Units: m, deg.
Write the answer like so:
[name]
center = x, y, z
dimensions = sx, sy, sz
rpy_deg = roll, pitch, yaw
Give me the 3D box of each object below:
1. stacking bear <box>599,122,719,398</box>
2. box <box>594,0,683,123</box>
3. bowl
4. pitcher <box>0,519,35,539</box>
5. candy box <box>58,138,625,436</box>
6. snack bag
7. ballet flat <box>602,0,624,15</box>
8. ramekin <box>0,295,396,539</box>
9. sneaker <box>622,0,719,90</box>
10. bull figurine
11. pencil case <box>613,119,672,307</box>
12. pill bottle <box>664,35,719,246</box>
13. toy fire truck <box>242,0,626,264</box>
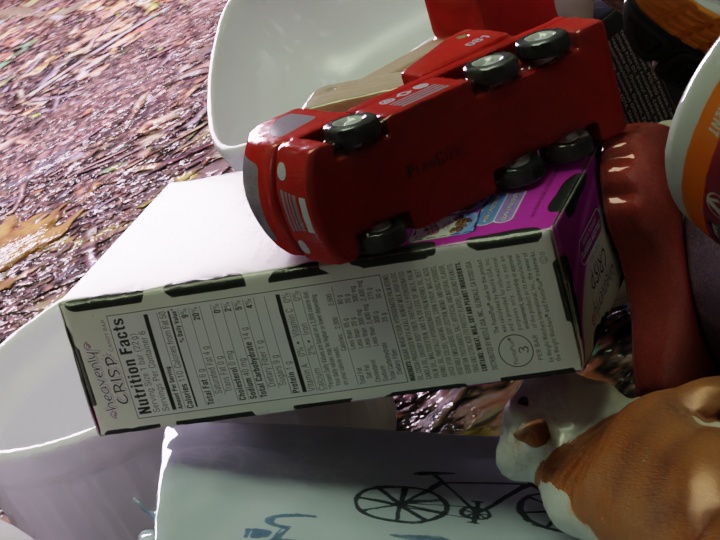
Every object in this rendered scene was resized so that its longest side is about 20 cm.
[stacking bear]
center = 0.207, -0.013, 0.949
dimensions = 0.199, 0.122, 0.114
rpy_deg = -8, 9, 23
[box]
center = 0.104, -0.100, 1.293
dimensions = 0.182, 0.105, 0.199
rpy_deg = -41, 24, -30
[bowl]
center = 0.026, -0.113, 1.175
dimensions = 0.199, 0.075, 0.200
rpy_deg = -29, 27, 15
[pitcher]
center = -0.159, 0.179, 0.943
dimensions = 0.199, 0.121, 0.172
rpy_deg = 14, 59, 46
[candy box]
center = 0.000, 0.000, 0.968
dimensions = 0.199, 0.061, 0.136
rpy_deg = -8, 20, 20
[snack bag]
center = 0.008, 0.102, 0.921
dimensions = 0.187, 0.022, 0.200
rpy_deg = 3, 19, -4
[ballet flat]
center = 0.142, -0.116, 1.018
dimensions = 0.068, 0.199, 0.067
rpy_deg = -63, 23, -11
[ramekin]
center = -0.080, 0.065, 1.127
dimensions = 0.199, 0.098, 0.201
rpy_deg = -23, 20, 9
[sneaker]
center = 0.185, -0.111, 0.969
dimensions = 0.199, 0.093, 0.076
rpy_deg = 10, -11, -33
[bull figurine]
center = 0.126, 0.075, 0.866
dimensions = 0.121, 0.065, 0.200
rpy_deg = -33, 33, -2
[pencil case]
center = 0.096, -0.011, 1.123
dimensions = 0.199, 0.090, 0.078
rpy_deg = -15, -12, 29
[pill bottle]
center = 0.204, -0.009, 0.817
dimensions = 0.109, 0.110, 0.200
rpy_deg = -34, 55, -20
[toy fire truck]
center = 0.025, -0.065, 0.963
dimensions = 0.199, 0.049, 0.141
rpy_deg = -26, 20, -28
